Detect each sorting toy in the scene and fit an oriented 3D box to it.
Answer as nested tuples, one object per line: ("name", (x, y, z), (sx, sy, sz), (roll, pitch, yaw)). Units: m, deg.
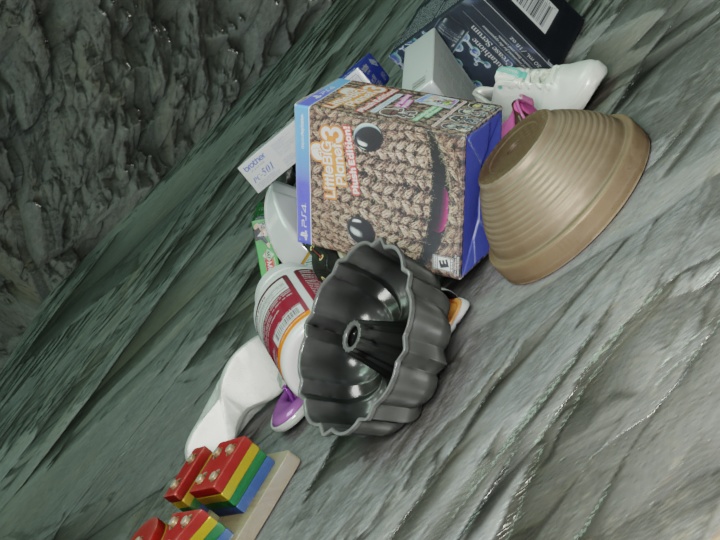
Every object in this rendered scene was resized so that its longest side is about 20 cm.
("sorting toy", (-0.183, 0.281, 1.601), (0.200, 0.069, 0.200), (-22, 31, 58))

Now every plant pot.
("plant pot", (0.182, -0.092, 1.419), (0.201, 0.093, 0.201), (-45, 17, 18))

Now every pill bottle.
("pill bottle", (-0.057, 0.064, 1.623), (0.113, 0.113, 0.200), (-48, 26, 4))

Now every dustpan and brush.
("dustpan and brush", (-0.063, -0.012, 1.842), (0.057, 0.139, 0.201), (-53, 29, 34))

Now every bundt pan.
("bundt pan", (0.021, 0.074, 1.423), (0.202, 0.075, 0.204), (-34, 47, 47))

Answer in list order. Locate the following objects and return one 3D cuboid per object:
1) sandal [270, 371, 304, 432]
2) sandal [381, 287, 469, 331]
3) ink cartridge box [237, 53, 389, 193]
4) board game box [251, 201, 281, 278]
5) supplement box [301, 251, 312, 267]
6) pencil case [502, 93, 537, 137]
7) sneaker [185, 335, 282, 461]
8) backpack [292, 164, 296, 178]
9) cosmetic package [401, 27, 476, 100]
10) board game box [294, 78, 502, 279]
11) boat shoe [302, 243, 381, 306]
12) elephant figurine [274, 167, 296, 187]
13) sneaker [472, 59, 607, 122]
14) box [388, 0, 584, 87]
("sandal", (-0.071, 0.114, 1.714), (0.082, 0.050, 0.203), (-37, 18, 39))
("sandal", (0.046, 0.046, 1.531), (0.079, 0.059, 0.206), (-53, 16, -12))
("ink cartridge box", (-0.057, -0.182, 1.761), (0.199, 0.044, 0.094), (-38, 9, 19))
("board game box", (-0.121, -0.018, 1.978), (0.029, 0.136, 0.200), (-11, 10, 0))
("supplement box", (0.000, 0.000, 1.716), (0.199, 0.066, 0.069), (-6, 47, 59))
("pencil case", (0.133, -0.103, 1.594), (0.200, 0.090, 0.094), (-40, 53, 25))
("sneaker", (-0.154, 0.159, 1.790), (0.201, 0.075, 0.088), (-53, 4, -6))
("backpack", (0.033, -0.119, 1.763), (0.168, 0.163, 0.200), (-39, 9, -24))
("cosmetic package", (0.111, -0.190, 1.723), (0.051, 0.151, 0.200), (-33, 20, 18))
("board game box", (0.039, -0.099, 1.507), (0.198, 0.161, 0.097), (13, 28, 26))
("boat shoe", (-0.014, -0.008, 1.594), (0.063, 0.073, 0.202), (-59, 27, 15))
("elephant figurine", (-0.066, -0.092, 1.982), (0.199, 0.156, 0.141), (-34, -8, 14))
("sneaker", (0.198, -0.208, 1.648), (0.075, 0.088, 0.200), (-56, 17, -28))
("box", (0.161, -0.301, 1.853), (0.200, 0.148, 0.107), (-28, 25, 53))
